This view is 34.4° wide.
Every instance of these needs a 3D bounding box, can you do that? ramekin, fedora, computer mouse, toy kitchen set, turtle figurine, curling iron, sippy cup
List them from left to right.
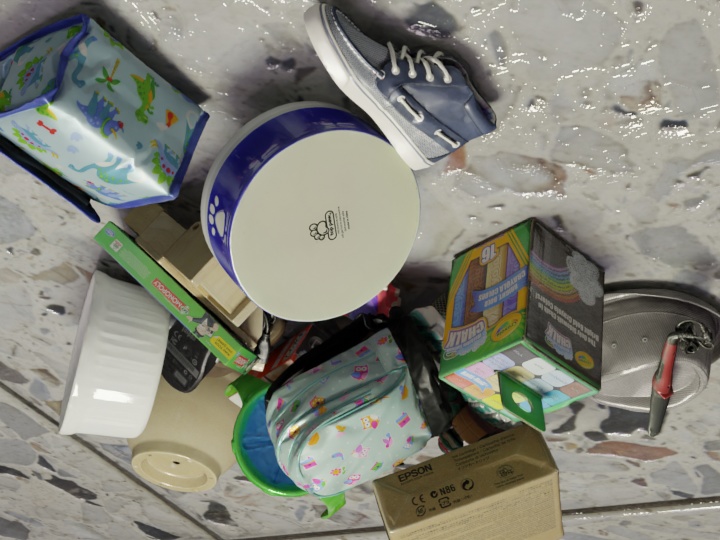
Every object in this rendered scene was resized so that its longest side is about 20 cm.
[{"bbox_3d":[-0.297,0.107,1.409,0.097,0.201,0.201,13,146,-16],"label":"ramekin"},{"bbox_3d":[-0.165,0.083,1.393,0.140,0.046,0.200,38,124,19],"label":"computer mouse"},{"bbox_3d":[-0.115,-0.034,1.262,0.163,0.180,0.200,48,171,-36],"label":"toy kitchen set"},{"bbox_3d":[-0.091,0.212,1.402,0.139,0.178,0.130,-1,162,-12],"label":"sippy cup"},{"bbox_3d":[0.144,0.180,1.417,0.150,0.101,0.200,41,114,-4],"label":"turtle figurine"},{"bbox_3d":[0.314,0.101,1.310,0.200,0.090,0.177,-8,140,26],"label":"fedora"},{"bbox_3d":[0.334,0.122,1.244,0.049,0.026,0.200,4,137,1],"label":"curling iron"}]

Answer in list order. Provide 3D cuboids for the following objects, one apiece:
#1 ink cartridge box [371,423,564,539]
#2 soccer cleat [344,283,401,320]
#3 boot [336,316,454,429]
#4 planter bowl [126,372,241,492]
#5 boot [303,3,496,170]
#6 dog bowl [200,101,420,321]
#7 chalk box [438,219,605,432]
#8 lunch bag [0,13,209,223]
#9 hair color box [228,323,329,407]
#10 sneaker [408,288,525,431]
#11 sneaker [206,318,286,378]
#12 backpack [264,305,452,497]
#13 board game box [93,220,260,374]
[{"bbox_3d":[0.126,0.273,1.327,0.200,0.075,0.165,-19,141,-4],"label":"ink cartridge box"},{"bbox_3d":[0.000,0.000,1.286,0.076,0.067,0.200,8,148,13],"label":"soccer cleat"},{"bbox_3d":[0.065,0.123,1.445,0.186,0.064,0.200,6,140,7],"label":"boot"},{"bbox_3d":[-0.240,0.221,1.600,0.200,0.135,0.200,7,145,5],"label":"planter bowl"},{"bbox_3d":[0.039,-0.178,1.031,0.090,0.073,0.200,-26,134,22],"label":"boot"},{"bbox_3d":[-0.046,-0.055,1.107,0.200,0.079,0.201,-12,120,-22],"label":"dog bowl"},{"bbox_3d":[0.169,0.074,1.218,0.124,0.200,0.124,33,140,-28],"label":"chalk box"},{"bbox_3d":[-0.281,-0.138,1.127,0.200,0.128,0.170,-4,147,42],"label":"lunch bag"},{"bbox_3d":[-0.076,0.150,1.472,0.111,0.064,0.200,39,146,-10],"label":"hair color box"},{"bbox_3d":[0.146,0.100,1.321,0.200,0.091,0.078,53,161,-16],"label":"sneaker"},{"bbox_3d":[-0.143,0.085,1.459,0.075,0.071,0.200,14,153,-39],"label":"sneaker"},{"bbox_3d":[-0.006,0.155,1.281,0.200,0.127,0.167,-25,123,-6],"label":"backpack"},{"bbox_3d":[-0.199,0.033,1.285,0.200,0.029,0.135,43,176,9],"label":"board game box"}]
